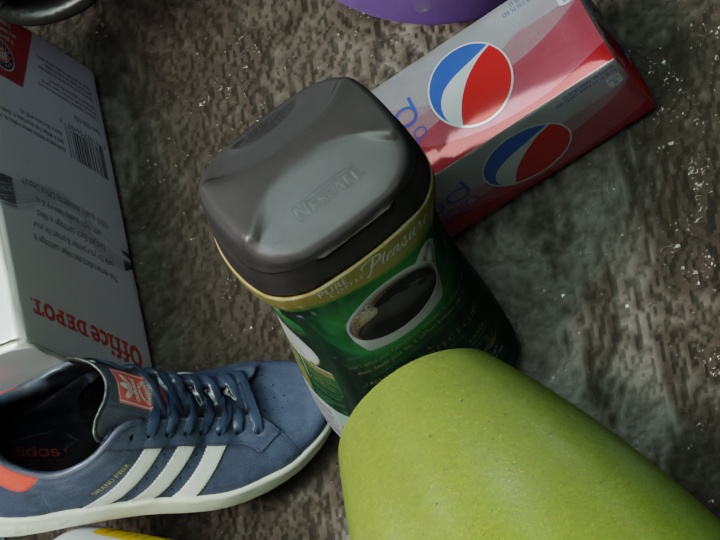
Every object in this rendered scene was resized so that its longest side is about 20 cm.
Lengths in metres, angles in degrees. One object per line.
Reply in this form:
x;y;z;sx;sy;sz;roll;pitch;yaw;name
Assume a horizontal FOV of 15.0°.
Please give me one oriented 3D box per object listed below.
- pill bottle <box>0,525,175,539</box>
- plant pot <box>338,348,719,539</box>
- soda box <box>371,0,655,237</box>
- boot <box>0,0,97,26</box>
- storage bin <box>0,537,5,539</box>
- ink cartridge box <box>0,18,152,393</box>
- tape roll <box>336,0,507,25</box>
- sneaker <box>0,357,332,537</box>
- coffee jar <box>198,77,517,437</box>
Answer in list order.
-0.100;0.183;1.341;0.200;0.104;0.105;8;78;26;pill bottle
0.075;0.136;1.253;0.187;0.187;0.200;-41;51;8;plant pot
0.042;-0.064;1.368;0.200;0.070;0.064;-33;62;12;soda box
-0.106;-0.195;1.421;0.200;0.144;0.072;-33;106;3;boot
-0.260;0.110;1.413;0.094;0.135;0.201;-18;69;18;storage bin
-0.188;-0.024;1.416;0.084;0.144;0.200;-21;67;18;ink cartridge box
0.036;-0.231;1.375;0.199;0.085;0.201;0;78;1;tape roll
-0.104;0.073;1.343;0.200;0.085;0.075;-15;53;-18;sneaker
0.000;0.000;1.288;0.104;0.200;0.085;-37;53;-7;coffee jar
